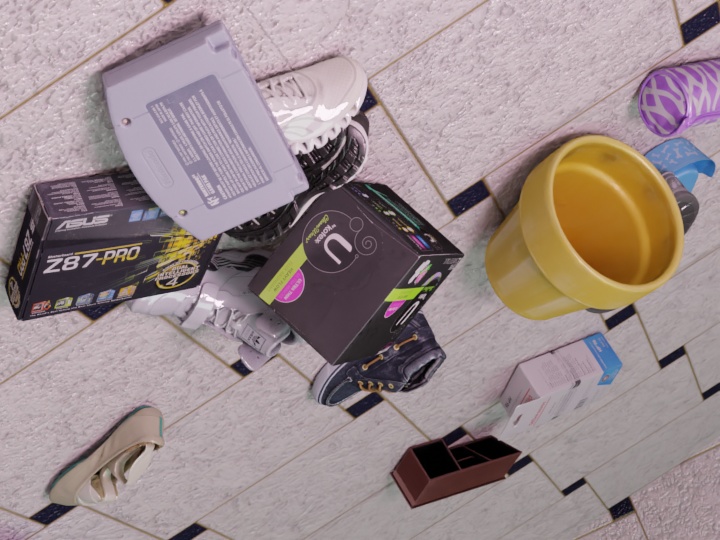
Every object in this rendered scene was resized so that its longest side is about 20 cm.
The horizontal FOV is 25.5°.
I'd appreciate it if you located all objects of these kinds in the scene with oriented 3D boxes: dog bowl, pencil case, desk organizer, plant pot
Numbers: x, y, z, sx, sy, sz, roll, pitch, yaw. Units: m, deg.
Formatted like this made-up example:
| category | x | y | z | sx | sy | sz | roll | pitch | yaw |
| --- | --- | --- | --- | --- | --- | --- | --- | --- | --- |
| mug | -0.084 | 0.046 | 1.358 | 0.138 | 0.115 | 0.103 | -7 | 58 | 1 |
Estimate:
| category | x | y | z | sx | sy | sz | roll | pitch | yaw |
| --- | --- | --- | --- | --- | --- | --- | --- | --- | --- |
| dog bowl | 0.392 | -0.099 | 2.085 | 0.111 | 0.050 | 0.200 | -22 | 153 | -18 |
| pencil case | 0.421 | -0.205 | 1.884 | 0.199 | 0.086 | 0.084 | -12 | 147 | -33 |
| desk organizer | 0.155 | 0.308 | 2.539 | 0.199 | 0.072 | 0.077 | -12 | 146 | -35 |
| plant pot | 0.253 | -0.032 | 1.907 | 0.200 | 0.202 | 0.189 | -11 | 163 | -35 |

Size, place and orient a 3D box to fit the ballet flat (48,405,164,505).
| category | x | y | z | sx | sy | sz | roll | pitch | yaw |
| --- | --- | --- | --- | --- | --- | --- | --- | --- | --- |
| ballet flat | -0.304 | 0.243 | 1.925 | 0.200 | 0.070 | 0.069 | -44 | 152 | 26 |

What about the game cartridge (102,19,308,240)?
| category | x | y | z | sx | sy | sz | roll | pitch | yaw |
| --- | --- | --- | --- | --- | --- | --- | --- | --- | --- |
| game cartridge | -0.141 | -0.117 | 1.401 | 0.132 | 0.041 | 0.200 | -26 | 134 | 2 |

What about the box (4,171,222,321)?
| category | x | y | z | sx | sy | sz | roll | pitch | yaw |
| --- | --- | --- | --- | --- | --- | --- | --- | --- | --- |
| box | -0.229 | -0.030 | 1.527 | 0.199 | 0.049 | 0.162 | -10 | 147 | -31 |

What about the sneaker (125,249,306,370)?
| category | x | y | z | sx | sy | sz | roll | pitch | yaw |
| --- | --- | --- | --- | --- | --- | --- | --- | --- | --- |
| sneaker | -0.144 | 0.043 | 1.678 | 0.199 | 0.115 | 0.075 | -8 | 146 | -40 |

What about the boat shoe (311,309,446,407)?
| category | x | y | z | sx | sy | sz | roll | pitch | yaw |
| --- | --- | --- | --- | --- | --- | --- | --- | --- | --- |
| boat shoe | 0.021 | 0.134 | 2.053 | 0.200 | 0.091 | 0.071 | -44 | 151 | 27 |

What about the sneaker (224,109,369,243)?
| category | x | y | z | sx | sy | sz | roll | pitch | yaw |
| --- | --- | --- | --- | --- | --- | --- | --- | --- | --- |
| sneaker | -0.067 | -0.094 | 1.569 | 0.199 | 0.074 | 0.079 | -30 | -162 | 26 |

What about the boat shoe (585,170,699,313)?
| category | x | y | z | sx | sy | sz | roll | pitch | yaw |
| --- | --- | --- | --- | --- | --- | --- | --- | --- | --- |
| boat shoe | 0.342 | -0.031 | 1.993 | 0.074 | 0.065 | 0.202 | 14 | 121 | -34 |

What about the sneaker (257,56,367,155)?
| category | x | y | z | sx | sy | sz | roll | pitch | yaw |
| --- | --- | --- | --- | --- | --- | --- | --- | --- | --- |
| sneaker | -0.085 | -0.144 | 1.464 | 0.199 | 0.075 | 0.081 | -29 | 145 | -6 |

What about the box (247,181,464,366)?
| category | x | y | z | sx | sy | sz | roll | pitch | yaw |
| --- | --- | --- | --- | --- | --- | --- | --- | --- | --- |
| box | 0.000 | 0.000 | 1.662 | 0.149 | 0.124 | 0.200 | -51 | 168 | 12 |

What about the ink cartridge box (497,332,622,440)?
| category | x | y | z | sx | sy | sz | roll | pitch | yaw |
| --- | --- | --- | --- | --- | --- | --- | --- | --- | --- |
| ink cartridge box | 0.292 | 0.180 | 2.458 | 0.199 | 0.068 | 0.116 | -19 | 152 | -25 |
